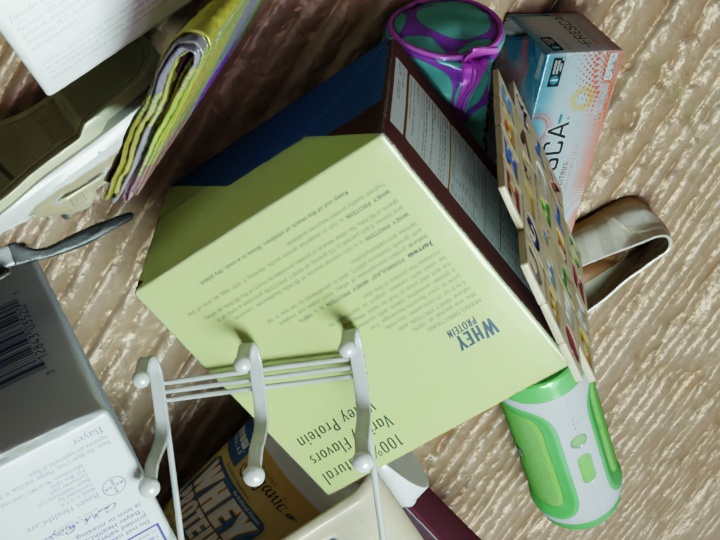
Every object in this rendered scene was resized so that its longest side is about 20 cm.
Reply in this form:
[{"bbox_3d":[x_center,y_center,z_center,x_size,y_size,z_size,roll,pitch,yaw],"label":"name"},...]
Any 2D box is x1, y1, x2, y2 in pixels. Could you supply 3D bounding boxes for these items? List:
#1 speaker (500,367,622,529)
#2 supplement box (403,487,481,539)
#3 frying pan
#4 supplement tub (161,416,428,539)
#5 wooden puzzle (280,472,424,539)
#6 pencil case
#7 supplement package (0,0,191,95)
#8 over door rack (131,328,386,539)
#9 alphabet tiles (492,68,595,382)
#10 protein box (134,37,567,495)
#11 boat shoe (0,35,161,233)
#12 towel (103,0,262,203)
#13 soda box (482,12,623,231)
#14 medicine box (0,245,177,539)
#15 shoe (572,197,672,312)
[{"bbox_3d":[0.167,0.133,1.379,0.088,0.088,0.200,-29,134,-7],"label":"speaker"},{"bbox_3d":[0.004,0.277,1.364,0.200,0.110,0.086,-51,161,13],"label":"supplement box"},{"bbox_3d":[-0.235,0.005,0.994,0.190,0.115,0.031,-27,98,6],"label":"frying pan"},{"bbox_3d":[-0.060,0.190,1.250,0.200,0.145,0.145,-46,134,8],"label":"supplement tub"},{"bbox_3d":[-0.040,0.241,1.146,0.200,0.046,0.185,-36,149,-5],"label":"wooden puzzle"},{"bbox_3d":[0.049,-0.086,1.137,0.085,0.092,0.200,-12,128,-23],"label":"pencil case"},{"bbox_3d":[-0.187,-0.219,0.877,0.117,0.117,0.200,-34,135,-2],"label":"supplement package"},{"bbox_3d":[-0.055,0.145,1.010,0.147,0.067,0.201,-8,100,11],"label":"over door rack"},{"bbox_3d":[0.118,-0.029,1.048,0.006,0.200,0.167,-17,125,16],"label":"alphabet tiles"},{"bbox_3d":[0.000,0.000,1.065,0.198,0.135,0.200,-31,115,22],"label":"protein box"},{"bbox_3d":[-0.195,-0.063,1.022,0.200,0.075,0.068,-33,140,6],"label":"boat shoe"},{"bbox_3d":[-0.085,-0.139,0.949,0.023,0.200,0.144,30,136,-4],"label":"towel"},{"bbox_3d":[0.127,-0.087,1.201,0.068,0.064,0.200,-6,126,-27],"label":"soda box"},{"bbox_3d":[-0.207,0.122,1.083,0.103,0.182,0.200,-26,133,-10],"label":"medicine box"},{"bbox_3d":[0.158,0.008,1.300,0.200,0.053,0.070,-31,134,-6],"label":"shoe"}]
